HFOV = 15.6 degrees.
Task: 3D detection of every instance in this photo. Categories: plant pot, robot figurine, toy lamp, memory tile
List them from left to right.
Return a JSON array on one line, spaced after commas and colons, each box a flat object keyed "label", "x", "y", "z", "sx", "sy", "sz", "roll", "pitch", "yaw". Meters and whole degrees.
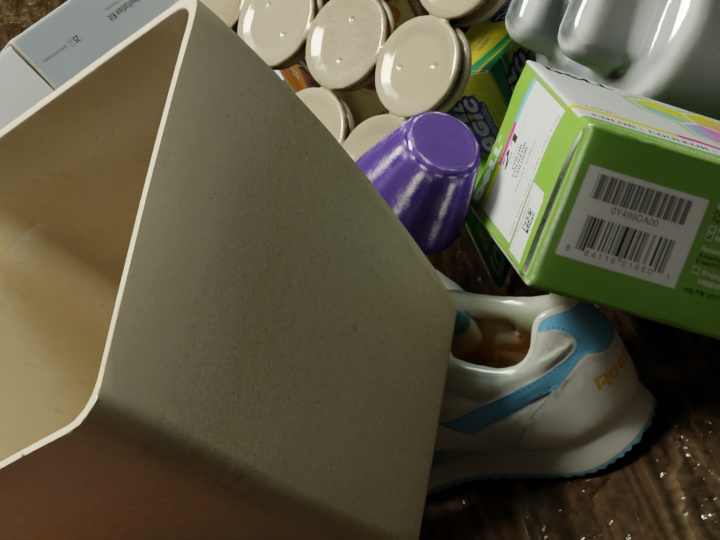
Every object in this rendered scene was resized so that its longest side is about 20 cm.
[{"label": "plant pot", "x": -0.074, "y": 0.046, "z": 1.070, "sx": 0.200, "sy": 0.177, "sz": 0.200, "roll": -30, "pitch": 39, "yaw": 43}, {"label": "memory tile", "x": -0.020, "y": -0.115, "z": 1.279, "sx": 0.200, "sy": 0.017, "sz": 0.153, "roll": 22, "pitch": 91, "yaw": 43}, {"label": "toy lamp", "x": 0.000, "y": 0.000, "z": 1.192, "sx": 0.058, "sy": 0.058, "sz": 0.200, "roll": -48, "pitch": -5, "yaw": -40}, {"label": "robot figurine", "x": 0.163, "y": -0.106, "z": 1.251, "sx": 0.170, "sy": 0.200, "sz": 0.113, "roll": 30, "pitch": 99, "yaw": 53}]

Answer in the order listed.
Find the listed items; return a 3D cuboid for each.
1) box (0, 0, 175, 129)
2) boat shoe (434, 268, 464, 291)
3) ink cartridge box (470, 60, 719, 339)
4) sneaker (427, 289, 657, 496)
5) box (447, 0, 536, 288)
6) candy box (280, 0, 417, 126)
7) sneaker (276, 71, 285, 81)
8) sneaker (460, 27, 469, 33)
[{"label": "box", "x": -0.192, "y": -0.077, "z": 1.430, "sx": 0.200, "sy": 0.041, "sz": 0.156, "roll": -42, "pitch": 3, "yaw": 34}, {"label": "boat shoe", "x": -0.032, "y": 0.000, "z": 1.320, "sx": 0.200, "sy": 0.074, "sz": 0.067, "roll": 32, "pitch": 42, "yaw": 30}, {"label": "ink cartridge box", "x": 0.124, "y": -0.041, "z": 1.175, "sx": 0.148, "sy": 0.076, "sz": 0.200, "roll": 16, "pitch": 16, "yaw": -17}, {"label": "sneaker", "x": 0.027, "y": 0.054, "z": 1.169, "sx": 0.200, "sy": 0.081, "sz": 0.077, "roll": -15, "pitch": 28, "yaw": 27}, {"label": "box", "x": 0.104, "y": -0.090, "z": 1.337, "sx": 0.048, "sy": 0.117, "sz": 0.200, "roll": -4, "pitch": 33, "yaw": 42}, {"label": "candy box", "x": -0.013, "y": -0.131, "z": 1.433, "sx": 0.055, "sy": 0.200, "sz": 0.115, "roll": -35, "pitch": 26, "yaw": -14}, {"label": "sneaker", "x": -0.068, "y": -0.093, "z": 1.573, "sx": 0.200, "sy": 0.075, "sz": 0.115, "roll": -23, "pitch": 23, "yaw": -6}, {"label": "sneaker", "x": 0.070, "y": -0.136, "z": 1.435, "sx": 0.070, "sy": 0.090, "sz": 0.200, "roll": 11, "pitch": 1, "yaw": 9}]
